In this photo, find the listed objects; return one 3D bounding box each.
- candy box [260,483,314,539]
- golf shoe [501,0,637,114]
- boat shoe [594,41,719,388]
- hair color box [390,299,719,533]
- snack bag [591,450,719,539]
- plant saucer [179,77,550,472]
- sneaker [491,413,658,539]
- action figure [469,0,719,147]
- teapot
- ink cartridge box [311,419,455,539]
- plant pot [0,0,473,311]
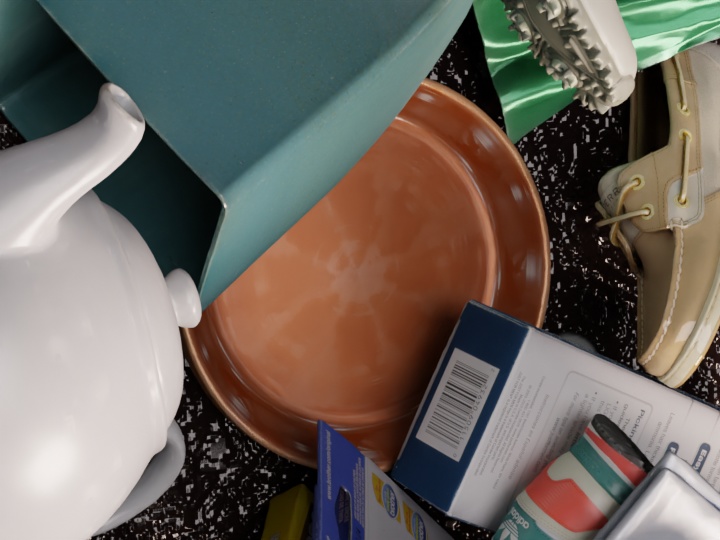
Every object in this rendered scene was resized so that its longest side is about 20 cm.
[{"bbox_3d":[-0.017,0.191,0.913,0.026,0.200,0.102,-30,110,19],"label":"candy box"},{"bbox_3d":[0.096,-0.176,0.920,0.097,0.078,0.200,-27,92,-12],"label":"golf shoe"},{"bbox_3d":[0.153,-0.036,1.006,0.069,0.074,0.200,18,58,-9],"label":"boat shoe"},{"bbox_3d":[0.123,0.097,1.002,0.200,0.061,0.100,24,91,-32],"label":"hair color box"},{"bbox_3d":[0.146,0.208,0.928,0.200,0.021,0.189,40,89,-28],"label":"snack bag"},{"bbox_3d":[0.000,0.000,0.983,0.200,0.032,0.201,-2,95,-22],"label":"plant saucer"},{"bbox_3d":[0.137,0.161,0.961,0.093,0.070,0.200,-39,121,1],"label":"sneaker"},{"bbox_3d":[0.153,-0.148,0.992,0.200,0.055,0.118,-17,120,-1],"label":"action figure"},{"bbox_3d":[-0.139,0.035,0.844,0.146,0.200,0.198,-16,95,-16],"label":"teapot"},{"bbox_3d":[0.030,0.174,0.949,0.042,0.119,0.200,-30,121,21],"label":"ink cartridge box"},{"bbox_3d":[-0.041,-0.109,0.885,0.200,0.141,0.141,-39,81,-22],"label":"plant pot"}]
